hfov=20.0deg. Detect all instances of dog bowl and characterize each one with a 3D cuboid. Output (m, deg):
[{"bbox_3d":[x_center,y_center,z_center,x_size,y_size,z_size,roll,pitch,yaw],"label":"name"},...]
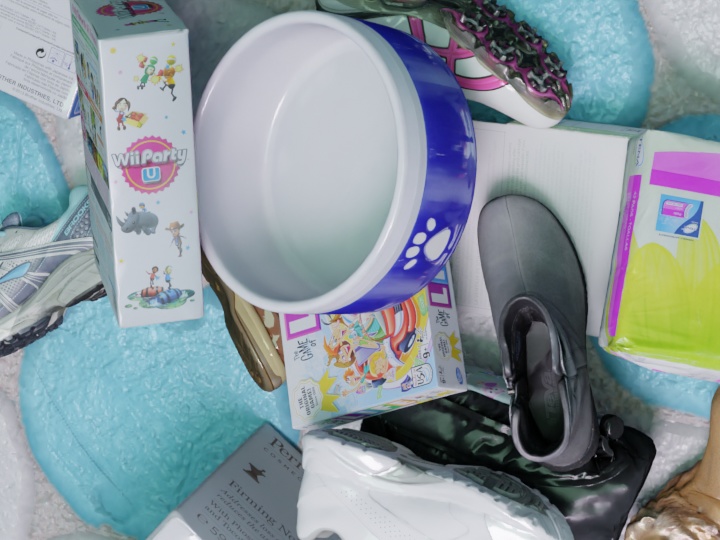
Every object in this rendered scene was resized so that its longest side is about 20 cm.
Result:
[{"bbox_3d":[-0.021,-0.070,1.369,0.200,0.079,0.201,-2,87,42],"label":"dog bowl"}]

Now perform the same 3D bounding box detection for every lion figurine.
[{"bbox_3d":[0.266,0.135,1.437,0.122,0.072,0.201,18,99,13],"label":"lion figurine"}]

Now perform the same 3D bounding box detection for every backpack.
[{"bbox_3d":[0.093,0.149,1.454,0.199,0.127,0.167,24,96,11],"label":"backpack"}]

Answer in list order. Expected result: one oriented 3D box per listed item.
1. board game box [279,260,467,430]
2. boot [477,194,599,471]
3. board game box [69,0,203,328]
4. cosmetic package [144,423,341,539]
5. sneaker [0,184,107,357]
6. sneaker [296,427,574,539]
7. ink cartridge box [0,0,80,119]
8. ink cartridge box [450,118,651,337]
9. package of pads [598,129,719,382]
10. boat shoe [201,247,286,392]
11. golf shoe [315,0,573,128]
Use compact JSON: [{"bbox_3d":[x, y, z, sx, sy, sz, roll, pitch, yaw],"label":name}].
[{"bbox_3d":[0.000,0.000,1.424,0.134,0.034,0.201,-19,72,38],"label":"board game box"},{"bbox_3d":[0.115,0.030,1.336,0.070,0.132,0.201,-18,74,9],"label":"boot"},{"bbox_3d":[-0.154,-0.081,1.401,0.064,0.148,0.201,-8,111,-13],"label":"board game box"},{"bbox_3d":[-0.090,0.249,1.492,0.167,0.200,0.166,42,111,2],"label":"cosmetic package"},{"bbox_3d":[-0.256,0.005,1.556,0.200,0.078,0.087,-30,82,14],"label":"sneaker"},{"bbox_3d":[0.046,0.175,1.370,0.199,0.078,0.100,16,97,24],"label":"sneaker"},{"bbox_3d":[-0.225,-0.229,1.476,0.136,0.076,0.201,24,110,8],"label":"ink cartridge box"},{"bbox_3d":[0.106,-0.037,1.447,0.199,0.048,0.146,9,106,25],"label":"ink cartridge box"},{"bbox_3d":[0.265,0.002,1.348,0.199,0.068,0.155,10,86,-5],"label":"package of pads"},{"bbox_3d":[-0.084,-0.013,1.502,0.067,0.072,0.201,-25,88,-13],"label":"boat shoe"},{"bbox_3d":[0.057,-0.152,1.423,0.200,0.073,0.092,36,125,13],"label":"golf shoe"}]
